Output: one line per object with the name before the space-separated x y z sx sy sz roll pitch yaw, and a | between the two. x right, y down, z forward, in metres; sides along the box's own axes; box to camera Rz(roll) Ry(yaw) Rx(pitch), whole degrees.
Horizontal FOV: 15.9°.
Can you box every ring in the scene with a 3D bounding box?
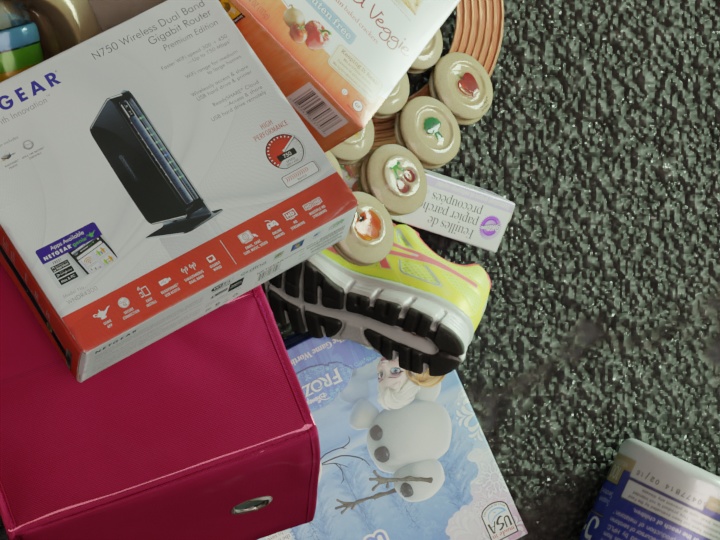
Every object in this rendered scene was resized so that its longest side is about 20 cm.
ring | 0.003 -0.179 1.796 0.200 0.019 0.201 -1 95 -13

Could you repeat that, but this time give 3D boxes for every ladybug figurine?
ladybug figurine | -0.228 -0.122 1.644 0.135 0.072 0.201 -14 98 -34

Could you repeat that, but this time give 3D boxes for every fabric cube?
fabric cube | -0.153 0.081 1.653 0.199 0.196 0.200 -19 69 -10

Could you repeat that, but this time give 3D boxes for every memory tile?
memory tile | 0.001 -0.112 1.733 0.153 0.017 0.200 45 54 -13

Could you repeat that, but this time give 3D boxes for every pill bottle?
pill bottle | 0.201 0.232 1.831 0.119 0.120 0.200 25 88 -15

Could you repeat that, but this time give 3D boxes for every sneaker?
sneaker | 0.000 0.000 1.766 0.200 0.078 0.090 26 50 17

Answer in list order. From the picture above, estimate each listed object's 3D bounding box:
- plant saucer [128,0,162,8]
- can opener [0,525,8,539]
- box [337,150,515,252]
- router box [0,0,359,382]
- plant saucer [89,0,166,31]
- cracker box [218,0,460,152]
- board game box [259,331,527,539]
plant saucer | -0.179 -0.092 1.751 0.200 0.034 0.201 -2 96 -14
can opener | -0.242 0.179 1.761 0.200 0.053 0.067 -42 71 -6
box | 0.013 -0.059 1.769 0.200 0.041 0.039 17 98 -30
router box | -0.133 -0.056 1.571 0.200 0.049 0.180 -29 74 -21
plant saucer | -0.144 -0.170 1.721 0.199 0.029 0.201 -1 95 -13
cracker box | -0.010 -0.194 1.708 0.134 0.058 0.200 45 54 -13
board game box | -0.012 0.139 1.808 0.200 0.043 0.199 -26 101 -10
